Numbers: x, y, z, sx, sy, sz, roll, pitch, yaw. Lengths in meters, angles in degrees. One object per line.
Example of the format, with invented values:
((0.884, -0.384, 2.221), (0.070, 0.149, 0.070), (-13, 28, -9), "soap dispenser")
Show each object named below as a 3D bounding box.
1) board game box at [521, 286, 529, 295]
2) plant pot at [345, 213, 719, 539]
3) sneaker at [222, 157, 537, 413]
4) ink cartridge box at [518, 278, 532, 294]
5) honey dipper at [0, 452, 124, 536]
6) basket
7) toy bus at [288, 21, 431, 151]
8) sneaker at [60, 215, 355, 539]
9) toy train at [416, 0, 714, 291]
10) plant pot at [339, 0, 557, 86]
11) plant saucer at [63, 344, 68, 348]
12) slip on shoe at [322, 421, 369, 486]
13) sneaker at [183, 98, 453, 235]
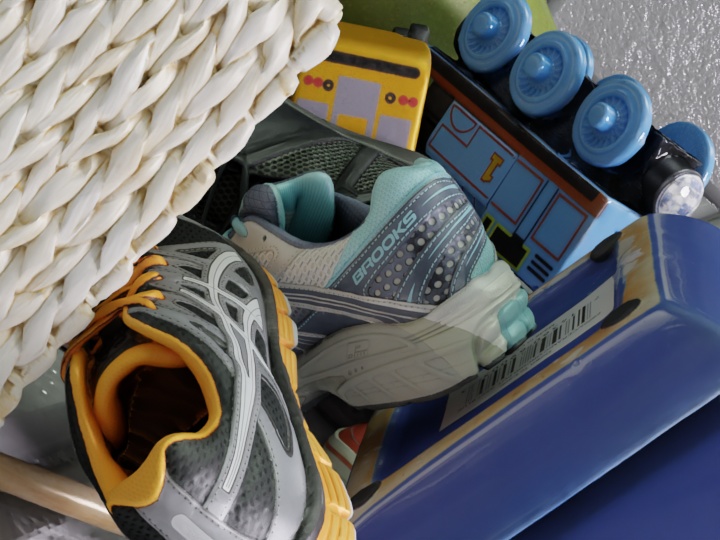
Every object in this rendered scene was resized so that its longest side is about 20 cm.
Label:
((0.000, 0.000, 1.010), (0.151, 0.045, 0.200), (13, 19, -23), "board game box")
((0.103, 0.101, 0.734), (0.180, 0.199, 0.200), (53, 14, -7), "plant pot")
((-0.026, 0.007, 0.759), (0.077, 0.199, 0.087), (-32, 103, -50), "sneaker")
((0.075, 0.018, 1.102), (0.161, 0.058, 0.200), (2, 6, 10), "ink cartridge box")
((-0.081, 0.084, 0.696), (0.199, 0.038, 0.038), (29, 19, -36), "honey dipper")
((-0.138, -0.085, 0.680), (0.161, 0.198, 0.200), (41, 2, -23), "basket")
((-0.006, -0.091, 1.025), (0.064, 0.079, 0.200), (10, 5, -5), "toy bus")
((-0.064, 0.031, 0.660), (0.077, 0.078, 0.200), (41, 9, -39), "sneaker")
((0.094, -0.061, 1.038), (0.086, 0.115, 0.200), (27, 13, -43), "toy train")
((0.028, -0.162, 1.191), (0.191, 0.199, 0.200), (58, 12, -9), "plant pot")
((-0.138, -0.034, 0.896), (0.199, 0.037, 0.200), (37, 15, -21), "plant saucer")
((0.038, 0.088, 0.951), (0.074, 0.061, 0.200), (47, 16, 16), "slip on shoe")
((-0.029, -0.025, 0.858), (0.198, 0.077, 0.114), (19, 17, -25), "sneaker")
